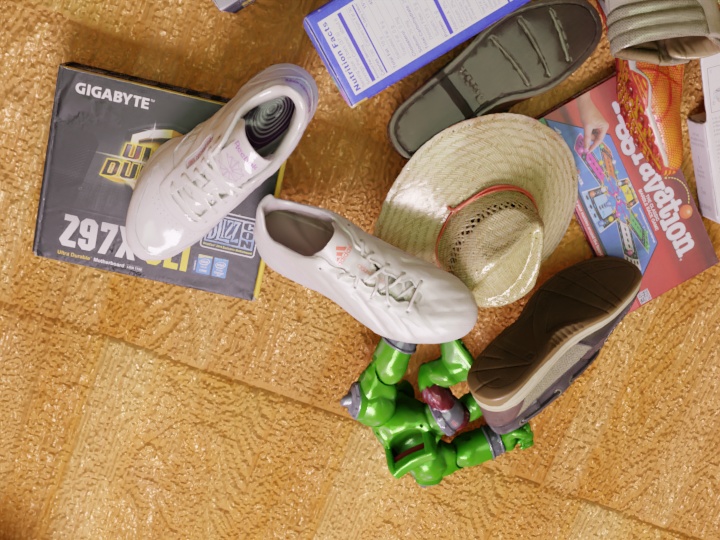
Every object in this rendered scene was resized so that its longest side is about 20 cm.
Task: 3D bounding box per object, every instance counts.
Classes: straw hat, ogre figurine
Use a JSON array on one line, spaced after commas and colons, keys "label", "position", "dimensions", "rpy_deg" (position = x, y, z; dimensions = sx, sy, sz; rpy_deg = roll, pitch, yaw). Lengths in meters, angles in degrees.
[{"label": "straw hat", "position": [0.111, -0.020, 0.782], "dimensions": [0.196, 0.086, 0.204], "rpy_deg": [-9, 127, -12]}, {"label": "ogre figurine", "position": [0.063, 0.120, 0.837], "dimensions": [0.119, 0.099, 0.200], "rpy_deg": [-37, 141, 7]}]

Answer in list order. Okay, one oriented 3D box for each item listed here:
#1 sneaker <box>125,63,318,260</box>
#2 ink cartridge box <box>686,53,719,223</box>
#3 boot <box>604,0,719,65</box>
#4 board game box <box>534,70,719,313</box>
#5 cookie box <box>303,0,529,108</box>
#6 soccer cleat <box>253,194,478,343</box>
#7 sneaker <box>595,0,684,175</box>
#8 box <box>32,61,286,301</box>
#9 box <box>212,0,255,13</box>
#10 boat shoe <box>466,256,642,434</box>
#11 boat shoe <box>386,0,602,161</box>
[{"label": "sneaker", "position": [-0.114, -0.083, 0.726], "dimensions": [0.200, 0.100, 0.075], "rpy_deg": [-45, 106, 8]}, {"label": "ink cartridge box", "position": [0.388, -0.153, 0.824], "dimensions": [0.196, 0.045, 0.180], "rpy_deg": [-14, 106, -1]}, {"label": "boot", "position": [0.260, -0.242, 0.726], "dimensions": [0.196, 0.072, 0.158], "rpy_deg": [-10, 81, -20]}, {"label": "board game box", "position": [0.241, -0.071, 0.847], "dimensions": [0.102, 0.019, 0.203], "rpy_deg": [-28, 105, 2]}, {"label": "cookie box", "position": [0.057, -0.209, 0.720], "dimensions": [0.197, 0.171, 0.076], "rpy_deg": [-30, 102, 4]}, {"label": "soccer cleat", "position": [0.000, 0.000, 0.744], "dimensions": [0.197, 0.078, 0.070], "rpy_deg": [23, 68, 14]}, {"label": "sneaker", "position": [0.246, -0.181, 0.774], "dimensions": [0.075, 0.073, 0.205], "rpy_deg": [-11, 91, 2]}, {"label": "box", "position": [-0.167, -0.074, 0.799], "dimensions": [0.195, 0.049, 0.163], "rpy_deg": [12, 105, -8]}, {"label": "box", "position": [-0.030, -0.266, 0.704], "dimensions": [0.198, 0.159, 0.049], "rpy_deg": [-32, 105, 3]}, {"label": "boat shoe", "position": [0.170, 0.062, 0.816], "dimensions": [0.198, 0.073, 0.066], "rpy_deg": [-35, 133, -20]}, {"label": "boat shoe", "position": [0.107, -0.164, 0.790], "dimensions": [0.197, 0.068, 0.073], "rpy_deg": [-29, 96, 5]}]
